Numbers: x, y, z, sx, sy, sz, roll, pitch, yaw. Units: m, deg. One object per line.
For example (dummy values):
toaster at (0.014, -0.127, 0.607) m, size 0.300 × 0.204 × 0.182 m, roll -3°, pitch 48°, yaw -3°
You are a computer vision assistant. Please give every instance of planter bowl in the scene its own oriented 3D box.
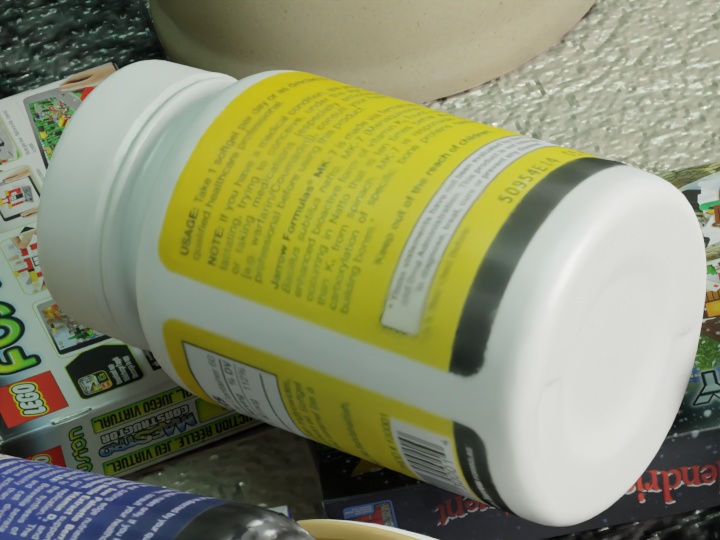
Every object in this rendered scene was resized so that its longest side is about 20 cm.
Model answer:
planter bowl at (-0.002, -0.178, 1.204) m, size 0.200 × 0.135 × 0.200 m, roll -7°, pitch 39°, yaw 6°

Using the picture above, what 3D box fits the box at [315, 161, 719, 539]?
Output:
box at (0.081, 0.027, 1.012) m, size 0.200 × 0.038 × 0.137 m, roll -11°, pitch 39°, yaw 2°

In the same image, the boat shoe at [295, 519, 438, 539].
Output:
boat shoe at (0.060, 0.128, 0.866) m, size 0.200 × 0.071 × 0.069 m, roll 23°, pitch 7°, yaw 15°

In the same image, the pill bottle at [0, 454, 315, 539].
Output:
pill bottle at (-0.073, 0.113, 0.815) m, size 0.200 × 0.112 × 0.112 m, roll 9°, pitch 44°, yaw 25°

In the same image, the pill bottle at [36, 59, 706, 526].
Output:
pill bottle at (0.000, 0.000, 0.946) m, size 0.200 × 0.114 × 0.114 m, roll 19°, pitch 49°, yaw 31°

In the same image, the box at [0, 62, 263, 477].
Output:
box at (-0.109, 0.000, 1.095) m, size 0.110 × 0.035 × 0.200 m, roll -20°, pitch 40°, yaw -12°

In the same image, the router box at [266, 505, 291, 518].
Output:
router box at (-0.098, 0.170, 0.881) m, size 0.179 × 0.049 × 0.200 m, roll -10°, pitch 39°, yaw 3°
